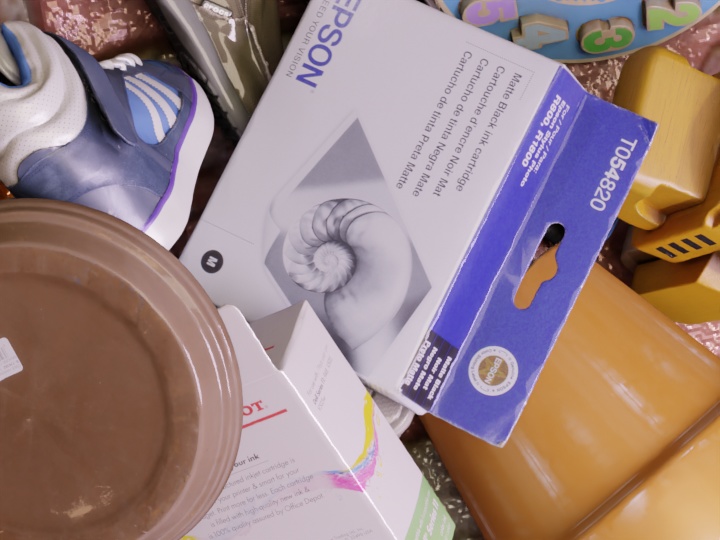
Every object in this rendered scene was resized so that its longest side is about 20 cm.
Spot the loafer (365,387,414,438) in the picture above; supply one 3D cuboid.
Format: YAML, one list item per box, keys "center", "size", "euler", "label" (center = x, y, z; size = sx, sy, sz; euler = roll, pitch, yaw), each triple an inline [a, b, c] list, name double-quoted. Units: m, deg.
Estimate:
- center: [0.000, 0.000, 1.410]
  size: [0.072, 0.063, 0.201]
  euler: [-2, 77, 3]
  label: "loafer"

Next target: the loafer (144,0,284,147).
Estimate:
- center: [-0.070, -0.135, 1.420]
  size: [0.070, 0.075, 0.200]
  euler: [-33, 108, -8]
  label: "loafer"

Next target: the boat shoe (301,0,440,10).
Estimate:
- center: [-0.021, -0.190, 1.450]
  size: [0.200, 0.073, 0.075]
  euler: [40, 76, -13]
  label: "boat shoe"

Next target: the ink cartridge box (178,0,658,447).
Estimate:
- center: [0.028, -0.036, 1.357]
  size: [0.199, 0.041, 0.200]
  euler: [24, 84, 14]
  label: "ink cartridge box"

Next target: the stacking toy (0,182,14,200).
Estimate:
- center: [-0.224, -0.083, 1.372]
  size: [0.116, 0.110, 0.201]
  euler: [-27, 107, -3]
  label: "stacking toy"

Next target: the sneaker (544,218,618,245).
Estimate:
- center: [0.064, -0.057, 1.474]
  size: [0.199, 0.071, 0.083]
  euler: [21, 75, -19]
  label: "sneaker"

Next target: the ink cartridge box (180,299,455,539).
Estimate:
- center: [-0.051, 0.094, 1.324]
  size: [0.200, 0.117, 0.067]
  euler: [57, 28, -23]
  label: "ink cartridge box"

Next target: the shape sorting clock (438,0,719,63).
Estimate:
- center: [0.135, -0.190, 1.454]
  size: [0.199, 0.200, 0.039]
  euler: [2, 47, -18]
  label: "shape sorting clock"

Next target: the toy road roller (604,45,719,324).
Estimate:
- center: [0.188, -0.056, 1.443]
  size: [0.145, 0.200, 0.123]
  euler: [22, 74, -18]
  label: "toy road roller"

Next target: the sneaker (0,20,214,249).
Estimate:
- center: [-0.152, -0.096, 1.333]
  size: [0.080, 0.200, 0.147]
  euler: [-33, 116, 17]
  label: "sneaker"

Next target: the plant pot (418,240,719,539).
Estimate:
- center: [0.127, 0.092, 1.438]
  size: [0.200, 0.200, 0.183]
  euler: [-39, 83, -16]
  label: "plant pot"

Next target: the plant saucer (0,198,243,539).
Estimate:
- center: [-0.157, 0.063, 1.260]
  size: [0.199, 0.029, 0.201]
  euler: [4, 110, 10]
  label: "plant saucer"

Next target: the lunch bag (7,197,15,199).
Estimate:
- center: [-0.175, 0.065, 1.362]
  size: [0.160, 0.076, 0.200]
  euler: [-37, 118, -14]
  label: "lunch bag"
